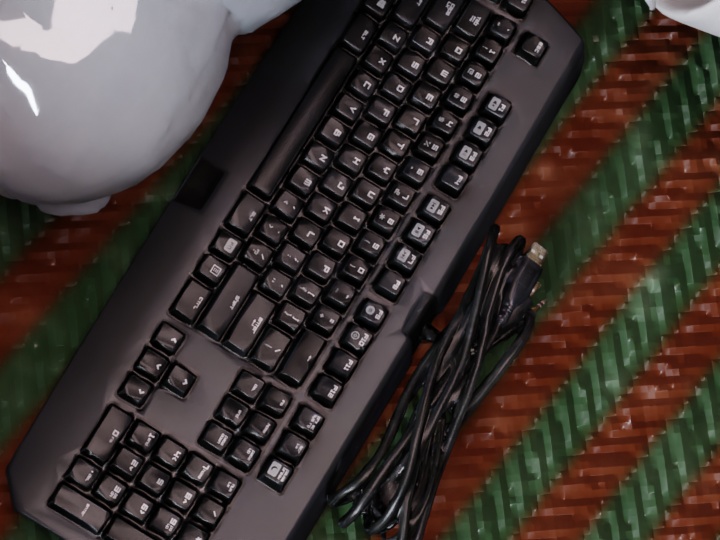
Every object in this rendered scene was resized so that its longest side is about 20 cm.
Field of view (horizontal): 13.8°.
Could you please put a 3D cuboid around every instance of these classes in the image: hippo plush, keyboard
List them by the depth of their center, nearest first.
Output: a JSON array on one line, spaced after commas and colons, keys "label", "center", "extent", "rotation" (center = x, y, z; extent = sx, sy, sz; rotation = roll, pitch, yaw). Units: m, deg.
[{"label": "hippo plush", "center": [-0.038, -0.084, 0.753], "extent": [0.161, 0.159, 0.200], "rotation": [-44, 63, 10]}, {"label": "keyboard", "center": [0.000, 0.000, 0.776], "extent": [0.104, 0.040, 0.200], "rotation": [32, 72, -3]}]

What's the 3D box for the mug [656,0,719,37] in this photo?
[{"label": "mug", "center": [0.174, -0.086, 0.797], "extent": [0.175, 0.148, 0.201], "rotation": [17, 103, -16]}]
